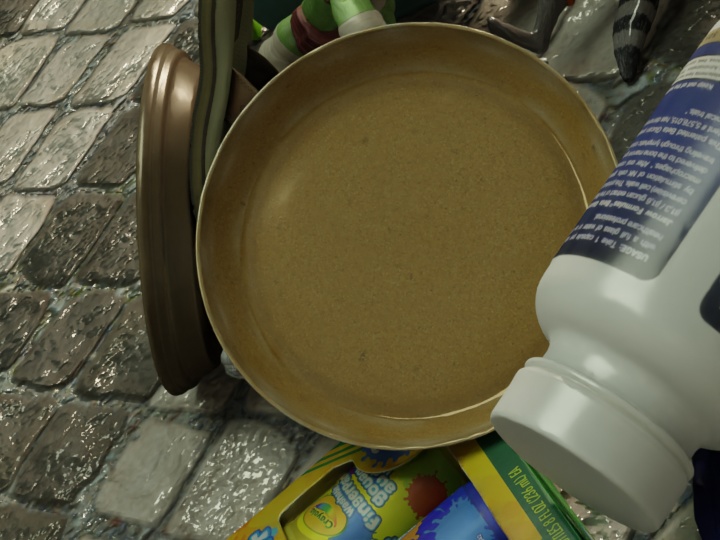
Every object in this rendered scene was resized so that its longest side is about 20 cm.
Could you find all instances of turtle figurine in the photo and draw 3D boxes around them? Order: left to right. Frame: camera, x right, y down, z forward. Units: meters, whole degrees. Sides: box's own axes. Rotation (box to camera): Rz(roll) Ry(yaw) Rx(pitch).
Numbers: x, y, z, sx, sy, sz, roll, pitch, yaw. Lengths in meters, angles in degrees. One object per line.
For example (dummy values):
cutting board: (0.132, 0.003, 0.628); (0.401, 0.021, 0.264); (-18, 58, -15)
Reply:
turtle figurine: (0.031, -0.148, 1.090); (0.194, 0.198, 0.145); (136, 142, -64)

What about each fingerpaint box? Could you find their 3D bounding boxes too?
fingerpaint box: (0.026, 0.154, 0.895); (0.167, 0.073, 0.200); (-40, 32, 4)

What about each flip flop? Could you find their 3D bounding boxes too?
flip flop: (-0.058, -0.092, 1.085); (0.057, 0.202, 0.081); (6, 21, 2)

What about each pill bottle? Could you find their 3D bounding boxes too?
pill bottle: (0.141, 0.002, 0.827); (0.201, 0.111, 0.111); (-54, 34, -12)

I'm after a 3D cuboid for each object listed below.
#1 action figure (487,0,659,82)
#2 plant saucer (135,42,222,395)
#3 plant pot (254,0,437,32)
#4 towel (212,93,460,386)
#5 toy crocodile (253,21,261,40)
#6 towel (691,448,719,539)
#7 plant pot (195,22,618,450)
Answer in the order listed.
action figure: (0.153, -0.199, 1.181); (0.194, 0.104, 0.200); (-54, 4, -28)
plant saucer: (-0.097, -0.029, 1.156); (0.029, 0.201, 0.201); (-1, 42, 4)
plant pot: (0.015, -0.252, 1.244); (0.160, 0.201, 0.202); (-7, 47, 49)
towel: (0.000, 0.000, 1.045); (0.166, 0.085, 0.200); (-55, 7, -5)
toy crocodile: (-0.017, -0.234, 1.410); (0.199, 0.062, 0.068); (-34, 33, 6)
towel: (0.225, 0.034, 0.846); (0.199, 0.050, 0.148); (-30, 38, 23)
plant pot: (0.023, -0.015, 0.924); (0.198, 0.028, 0.202); (-2, 74, 9)
